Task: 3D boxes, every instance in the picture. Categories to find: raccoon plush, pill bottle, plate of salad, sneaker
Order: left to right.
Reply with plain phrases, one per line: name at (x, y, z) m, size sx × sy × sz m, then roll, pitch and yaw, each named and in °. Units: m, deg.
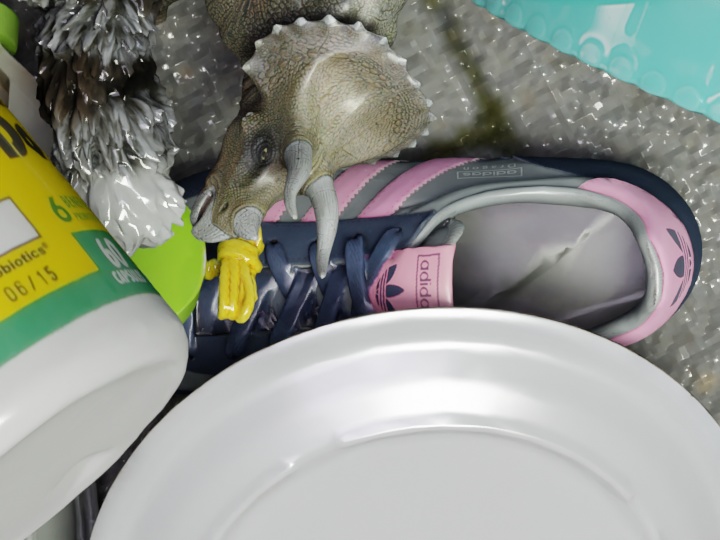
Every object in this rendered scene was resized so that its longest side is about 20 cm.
pill bottle at (-0.145, -0.021, 0.704) m, size 0.113 × 0.113 × 0.200 m, roll -41°, pitch 79°, yaw 5°
raccoon plush at (-0.101, -0.108, 0.713) m, size 0.097 × 0.134 × 0.200 m, roll -26°, pitch 71°, yaw 39°
sneaker at (0.000, 0.000, 0.802) m, size 0.200 × 0.082 × 0.070 m, roll -9°, pitch 96°, yaw 3°
plate of salad at (0.018, 0.089, 0.814) m, size 0.200 × 0.048 × 0.200 m, roll -2°, pitch 124°, yaw -3°

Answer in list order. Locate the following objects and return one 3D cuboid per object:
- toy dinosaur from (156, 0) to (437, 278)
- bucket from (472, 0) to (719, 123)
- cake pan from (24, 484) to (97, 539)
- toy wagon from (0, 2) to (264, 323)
toy dinosaur at (-0.011, -0.104, 0.772) m, size 0.102 × 0.077 × 0.200 m, roll 16°, pitch 95°, yaw 41°
bucket at (0.125, -0.109, 0.732) m, size 0.207 × 0.207 × 0.135 m, roll 21°, pitch 101°, yaw -1°
cake pan at (-0.181, 0.080, 0.831) m, size 0.200 × 0.037 × 0.201 m, roll 0°, pitch 96°, yaw 2°
toy wagon at (-0.128, -0.002, 0.780) m, size 0.200 × 0.040 × 0.155 m, roll 3°, pitch 71°, yaw -6°
